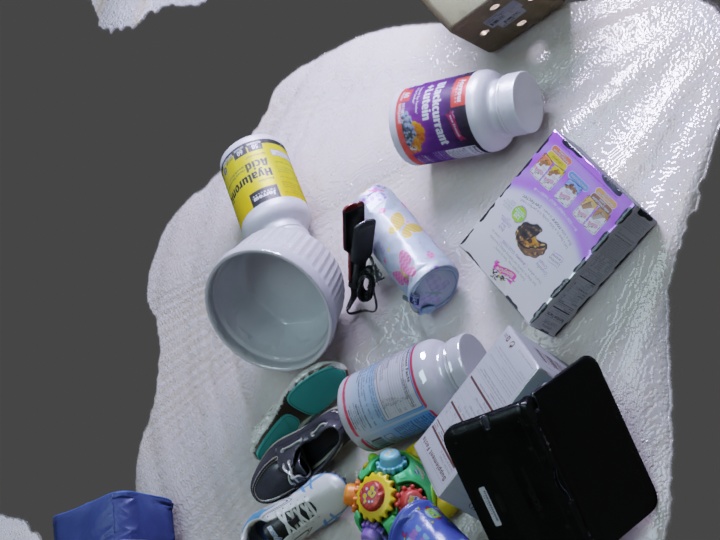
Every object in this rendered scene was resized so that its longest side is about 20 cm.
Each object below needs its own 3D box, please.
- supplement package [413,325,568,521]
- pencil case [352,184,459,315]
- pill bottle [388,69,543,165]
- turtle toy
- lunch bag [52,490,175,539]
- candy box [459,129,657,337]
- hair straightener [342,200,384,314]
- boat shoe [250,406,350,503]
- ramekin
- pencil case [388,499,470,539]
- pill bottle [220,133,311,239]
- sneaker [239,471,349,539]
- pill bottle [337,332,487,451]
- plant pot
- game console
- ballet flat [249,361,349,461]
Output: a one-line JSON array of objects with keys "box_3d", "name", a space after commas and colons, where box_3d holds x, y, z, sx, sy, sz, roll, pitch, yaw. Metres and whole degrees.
[{"box_3d": [0.178, 0.194, 1.526, 0.201, 0.116, 0.118, -54, 25, 12], "name": "supplement package"}, {"box_3d": [0.058, -0.030, 1.748, 0.201, 0.082, 0.092, 54, 153, 37], "name": "pencil case"}, {"box_3d": [0.146, -0.214, 1.718, 0.198, 0.111, 0.113, -8, 70, 37], "name": "pill bottle"}, {"box_3d": [0.050, 0.317, 1.620, 0.146, 0.101, 0.201, -45, 52, 18], "name": "turtle toy"}, {"box_3d": [-0.382, 0.432, 1.912, 0.198, 0.135, 0.134, -26, 60, 31], "name": "lunch bag"}, {"box_3d": [0.249, -0.047, 1.603, 0.201, 0.071, 0.168, -50, 51, 14], "name": "candy box"}, {"box_3d": [0.000, 0.000, 1.742, 0.077, 0.040, 0.202, 55, 152, 36], "name": "hair straightener"}, {"box_3d": [-0.089, 0.266, 1.763, 0.199, 0.063, 0.073, -41, 91, 18], "name": "boat shoe"}, {"box_3d": [-0.115, 0.033, 1.798, 0.198, 0.202, 0.105, -23, 20, 31], "name": "ramekin"}, {"box_3d": [0.114, 0.359, 1.464, 0.200, 0.077, 0.088, 42, 120, 40], "name": "pencil case"}, {"box_3d": [-0.139, -0.101, 1.915, 0.111, 0.111, 0.202, -38, 55, 22], "name": "pill bottle"}, {"box_3d": [-0.090, 0.344, 1.737, 0.199, 0.072, 0.072, -36, 94, 31], "name": "sneaker"}, {"box_3d": [0.073, 0.157, 1.652, 0.198, 0.108, 0.110, -27, 59, 29], "name": "pill bottle"}, {"box_3d": [0.172, -0.423, 1.730, 0.198, 0.199, 0.179, -32, 70, 27], "name": "plant pot"}, {"box_3d": [0.220, 0.230, 1.443, 0.174, 0.116, 0.202, -23, 96, 28], "name": "game console"}, {"box_3d": [-0.097, 0.192, 1.812, 0.200, 0.071, 0.072, -48, 51, 16], "name": "ballet flat"}]
